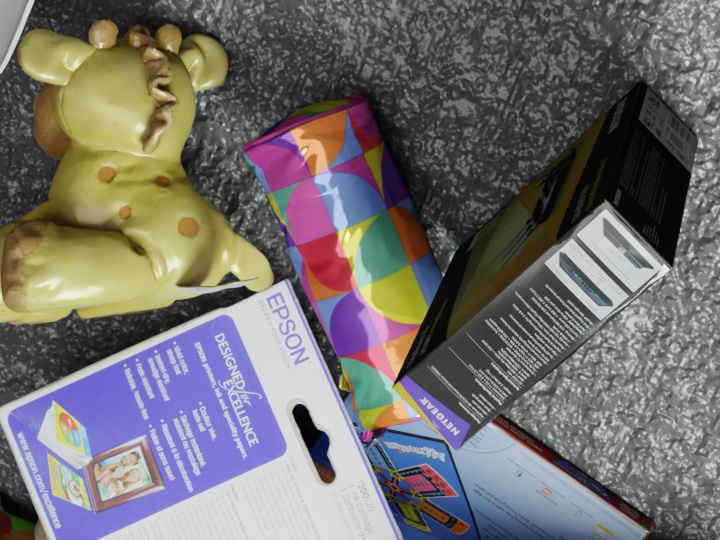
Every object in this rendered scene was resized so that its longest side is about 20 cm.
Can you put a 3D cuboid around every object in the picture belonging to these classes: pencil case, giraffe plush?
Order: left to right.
[{"bbox_3d":[-0.148,-0.060,1.244,0.199,0.172,0.164,-9,85,29],"label":"giraffe plush"},{"bbox_3d":[0.000,0.000,1.240,0.088,0.088,0.201,-18,96,21],"label":"pencil case"}]

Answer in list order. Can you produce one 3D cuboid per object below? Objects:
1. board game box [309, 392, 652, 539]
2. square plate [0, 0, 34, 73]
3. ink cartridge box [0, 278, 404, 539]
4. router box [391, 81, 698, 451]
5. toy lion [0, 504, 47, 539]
[{"bbox_3d":[0.070,0.138,1.314,0.199,0.019,0.103,35,112,1],"label":"board game box"},{"bbox_3d":[-0.223,-0.249,1.221,0.200,0.028,0.199,42,116,23],"label":"square plate"},{"bbox_3d":[-0.092,0.135,1.283,0.199,0.043,0.199,-24,83,2],"label":"ink cartridge box"},{"bbox_3d":[0.105,-0.007,1.153,0.052,0.200,0.157,44,114,-7],"label":"router box"},{"bbox_3d":[-0.264,0.190,1.336,0.191,0.200,0.069,21,117,-13],"label":"toy lion"}]
